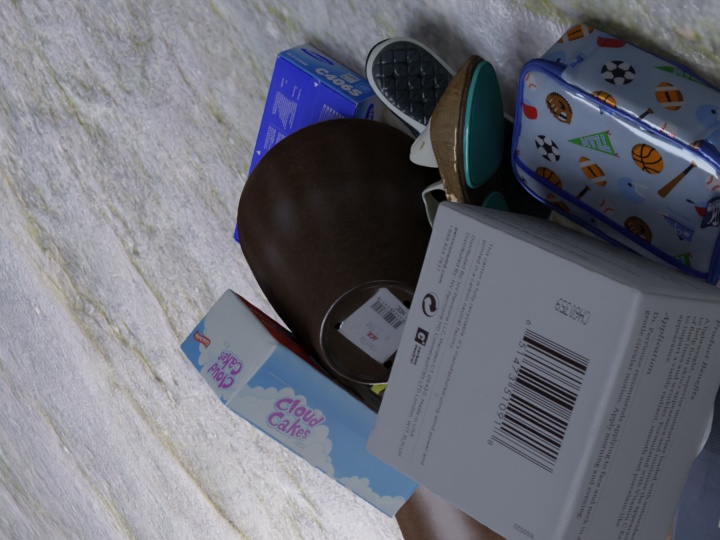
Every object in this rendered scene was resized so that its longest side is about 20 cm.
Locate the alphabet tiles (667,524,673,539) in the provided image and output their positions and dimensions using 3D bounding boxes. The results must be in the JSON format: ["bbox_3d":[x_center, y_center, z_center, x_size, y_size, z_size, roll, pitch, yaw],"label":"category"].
[{"bbox_3d":[0.241,0.216,1.326,0.200,0.015,0.196,41,-156,-44],"label":"alphabet tiles"}]

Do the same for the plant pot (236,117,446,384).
[{"bbox_3d":[0.000,0.000,1.305,0.200,0.186,0.187,-108,-3,-61],"label":"plant pot"}]

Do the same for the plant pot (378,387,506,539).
[{"bbox_3d":[0.103,0.187,1.467,0.200,0.200,0.199,-16,104,57],"label":"plant pot"}]

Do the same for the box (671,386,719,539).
[{"bbox_3d":[0.307,0.160,1.161,0.158,0.051,0.201,17,100,52],"label":"box"}]

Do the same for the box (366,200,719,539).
[{"bbox_3d":[0.135,0.077,1.141,0.200,0.130,0.200,26,104,45],"label":"box"}]

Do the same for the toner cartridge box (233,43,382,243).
[{"bbox_3d":[-0.048,-0.091,1.430,0.095,0.043,0.200,34,127,23],"label":"toner cartridge box"}]

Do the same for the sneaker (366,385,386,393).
[{"bbox_3d":[-0.006,0.153,1.640,0.200,0.076,0.076,-7,118,52],"label":"sneaker"}]

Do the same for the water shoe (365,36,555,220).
[{"bbox_3d":[0.084,-0.113,1.290,0.200,0.071,0.079,48,-176,-12],"label":"water shoe"}]

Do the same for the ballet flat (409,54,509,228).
[{"bbox_3d":[0.078,-0.069,1.231,0.072,0.068,0.200,6,124,34],"label":"ballet flat"}]

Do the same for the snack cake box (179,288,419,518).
[{"bbox_3d":[-0.040,0.109,1.309,0.200,0.067,0.115,38,-176,-33],"label":"snack cake box"}]

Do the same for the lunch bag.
[{"bbox_3d":[0.203,-0.075,1.158,0.200,0.076,0.160,36,149,24],"label":"lunch bag"}]
